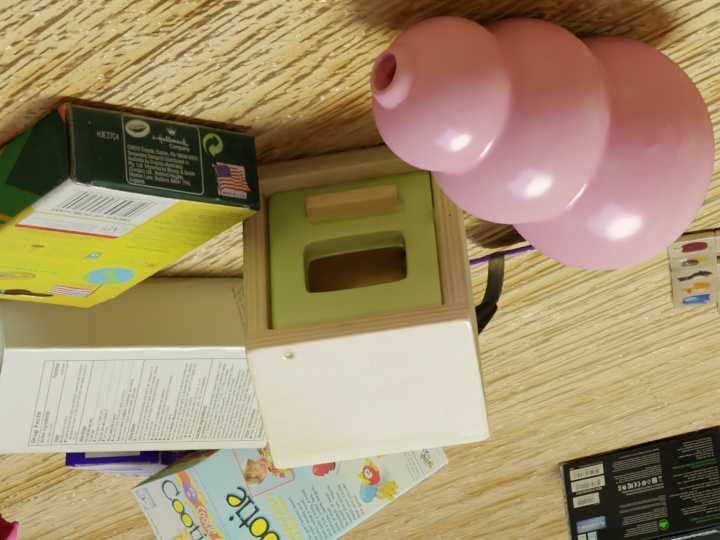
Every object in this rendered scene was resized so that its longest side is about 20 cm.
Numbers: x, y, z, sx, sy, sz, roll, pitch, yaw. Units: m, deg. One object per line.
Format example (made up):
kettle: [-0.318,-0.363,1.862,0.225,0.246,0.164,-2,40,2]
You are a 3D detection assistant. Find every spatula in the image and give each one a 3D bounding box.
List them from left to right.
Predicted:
spatula: [0.082,0.013,1.509,0.056,0.021,0.200,-14,-162,22]

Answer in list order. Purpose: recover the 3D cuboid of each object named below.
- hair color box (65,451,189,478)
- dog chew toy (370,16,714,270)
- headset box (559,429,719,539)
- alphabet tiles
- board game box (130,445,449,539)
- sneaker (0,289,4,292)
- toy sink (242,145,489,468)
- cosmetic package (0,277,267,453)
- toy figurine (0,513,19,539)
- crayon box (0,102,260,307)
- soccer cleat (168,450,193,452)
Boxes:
hair color box: [-0.125,0.136,1.873,0.109,0.065,0.199,-6,168,41]
dog chew toy: [0.089,-0.074,1.230,0.199,0.126,0.124,16,153,-34]
headset box: [0.318,0.228,2.293,0.173,0.094,0.200,-15,161,28]
alphabet tiles: [0.306,-0.004,1.702,0.166,0.008,0.200,-9,163,6]
board game box: [-0.052,0.153,1.763,0.199,0.105,0.103,-30,-177,-35]
sneaker: [-0.310,0.010,1.440,0.081,0.146,0.200,-49,-176,29]
toy sink: [0.000,0.000,1.396,0.129,0.201,0.113,-8,133,5]
cosmetic package: [-0.154,0.063,1.588,0.198,0.071,0.106,2,132,-20]
toy figurine: [-0.304,0.135,1.631,0.149,0.186,0.199,-18,159,34]
crayon box: [-0.164,-0.033,1.374,0.126,0.051,0.200,8,157,-36]
soccer cleat: [-0.160,0.098,1.735,0.199,0.082,0.067,-16,160,28]
